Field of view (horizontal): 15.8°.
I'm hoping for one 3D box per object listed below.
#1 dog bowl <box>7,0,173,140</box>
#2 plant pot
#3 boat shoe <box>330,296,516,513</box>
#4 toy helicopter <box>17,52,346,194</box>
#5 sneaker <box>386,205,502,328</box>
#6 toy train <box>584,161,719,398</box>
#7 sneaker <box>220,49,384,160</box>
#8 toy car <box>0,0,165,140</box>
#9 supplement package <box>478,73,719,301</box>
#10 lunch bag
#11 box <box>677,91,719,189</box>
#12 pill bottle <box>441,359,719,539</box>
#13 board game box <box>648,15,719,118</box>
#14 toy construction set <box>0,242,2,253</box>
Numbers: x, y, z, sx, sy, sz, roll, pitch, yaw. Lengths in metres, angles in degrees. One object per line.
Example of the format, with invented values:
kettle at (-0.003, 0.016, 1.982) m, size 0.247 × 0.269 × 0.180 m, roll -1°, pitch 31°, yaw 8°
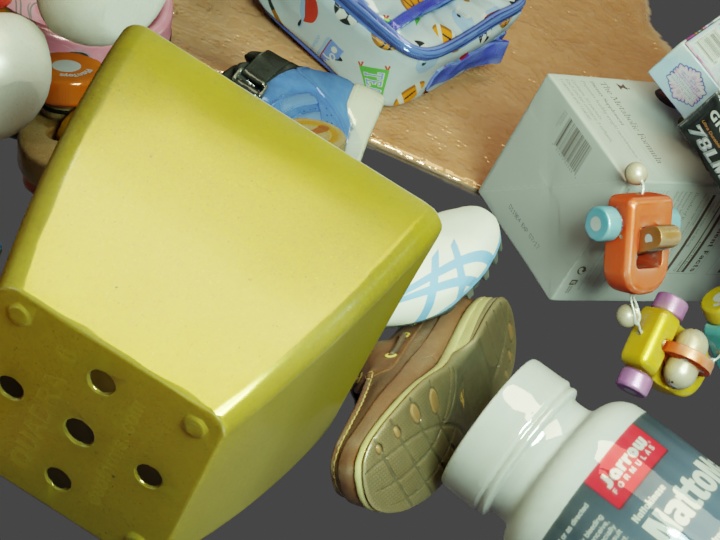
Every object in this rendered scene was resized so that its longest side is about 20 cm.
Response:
dog bowl at (-0.207, -0.169, 1.645) m, size 0.199 × 0.074 × 0.201 m, roll 20°, pitch 35°, yaw -14°
plant pot at (-0.106, 0.032, 1.364) m, size 0.199 × 0.200 × 0.177 m, roll 32°, pitch 45°, yaw 3°
boat shoe at (0.027, 0.078, 1.516) m, size 0.067 × 0.072 × 0.200 m, roll 5°, pitch 29°, yaw 25°
toy helicopter at (-0.102, -0.069, 1.527) m, size 0.199 × 0.079 × 0.132 m, roll -2°, pitch 27°, yaw -17°
sneaker at (0.000, 0.000, 1.525) m, size 0.199 × 0.073 × 0.072 m, roll -24°, pitch 29°, yaw -26°
toy train at (0.228, 0.011, 1.678) m, size 0.199 × 0.151 × 0.055 m, roll 3°, pitch 7°, yaw -41°
sneaker at (-0.057, -0.069, 1.628) m, size 0.111 × 0.077 × 0.200 m, roll 22°, pitch 39°, yaw -3°
toy car at (-0.221, -0.189, 1.473) m, size 0.175 × 0.200 × 0.150 m, roll 47°, pitch -7°, yaw 34°
supplement package at (0.204, -0.055, 1.775) m, size 0.199 × 0.110 × 0.114 m, roll 1°, pitch 43°, yaw -37°
lunch bag at (0.029, -0.200, 1.870) m, size 0.160 × 0.076 × 0.200 m, roll 40°, pitch 36°, yaw 12°
box at (0.326, -0.048, 1.676) m, size 0.200 × 0.050 × 0.199 m, roll -22°, pitch 77°, yaw -44°
pill bottle at (0.150, 0.145, 1.462) m, size 0.200 × 0.120 × 0.120 m, roll 37°, pitch 34°, yaw 11°
board game box at (0.316, -0.101, 1.766) m, size 0.200 × 0.041 × 0.200 m, roll 53°, pitch 44°, yaw 4°
toy construction set at (-0.296, -0.041, 1.401) m, size 0.200 × 0.092 × 0.131 m, roll 2°, pitch 42°, yaw -52°
